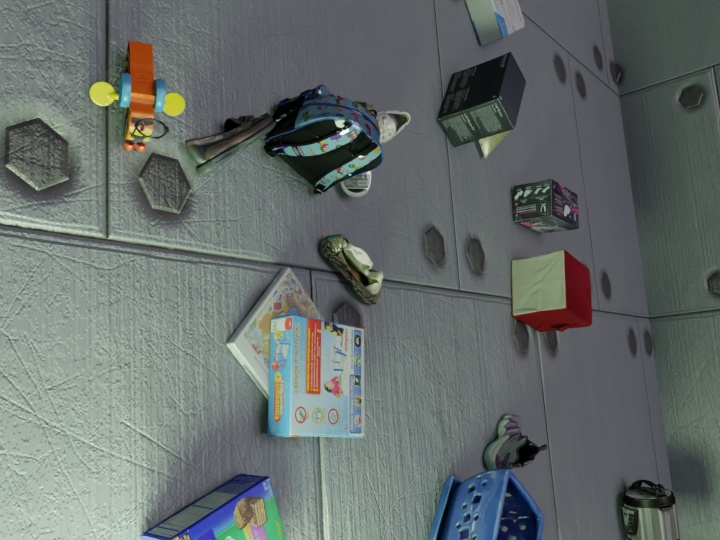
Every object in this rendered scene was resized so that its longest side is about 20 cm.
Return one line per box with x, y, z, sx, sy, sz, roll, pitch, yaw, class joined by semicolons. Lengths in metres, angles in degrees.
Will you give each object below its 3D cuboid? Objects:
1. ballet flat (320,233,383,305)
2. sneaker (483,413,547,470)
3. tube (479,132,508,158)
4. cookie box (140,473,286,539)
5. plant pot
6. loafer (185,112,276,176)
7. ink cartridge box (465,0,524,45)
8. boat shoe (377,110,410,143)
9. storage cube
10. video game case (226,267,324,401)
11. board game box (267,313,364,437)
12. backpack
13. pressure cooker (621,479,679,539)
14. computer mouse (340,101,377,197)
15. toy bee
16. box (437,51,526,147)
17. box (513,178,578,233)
0.000;0.000;1.402;0.200;0.075;0.068;49;46;-34;ballet flat
0.408;0.433;1.760;0.200;0.138;0.078;-47;117;-46;sneaker
0.390;-0.399;2.035;0.058;0.052;0.200;35;44;12;tube
-0.203;0.424;1.031;0.199;0.074;0.174;-20;98;-51;cookie box
0.266;0.565;1.514;0.201;0.178;0.201;53;44;-30;plant pot
-0.217;-0.233;1.191;0.063;0.071;0.200;57;44;-16;loafer
0.413;-0.783;2.129;0.200;0.084;0.146;-39;112;-48;ink cartridge box
0.046;-0.318;1.548;0.200;0.069;0.072;-42;117;-47;boat shoe
0.551;0.064;2.016;0.179;0.169;0.203;26;61;-45;storage cube
-0.132;0.127;1.243;0.183;0.023;0.201;58;42;-25;video game case
-0.073;0.192;1.239;0.195;0.055;0.203;17;68;-48;board game box
-0.053;-0.252;1.298;0.182;0.198;0.136;37;54;-39;backpack
0.982;0.816;2.374;0.178;0.174;0.204;0;85;-55;pressure cooker
-0.018;-0.252;1.457;0.108;0.044;0.204;1;86;-18;computer mouse
-0.335;-0.237;1.033;0.129;0.109;0.202;20;47;-14;toy bee
0.322;-0.449;1.845;0.104;0.180;0.202;48;48;-33;box
0.565;-0.189;2.132;0.199;0.131;0.117;15;73;-49;box
